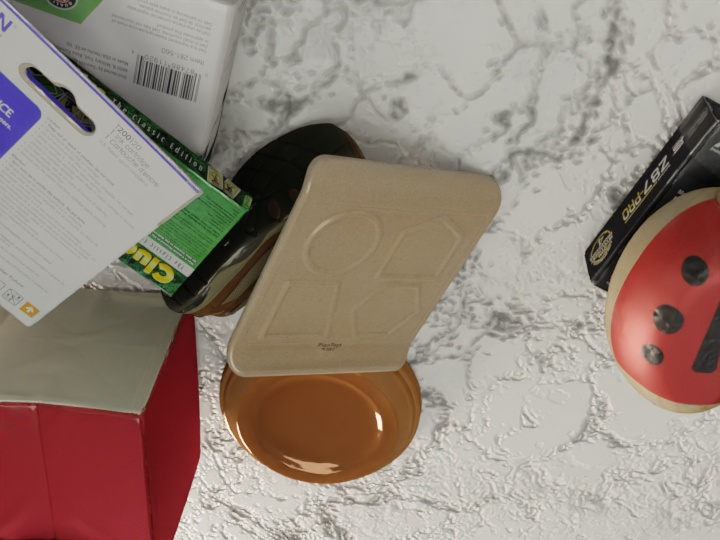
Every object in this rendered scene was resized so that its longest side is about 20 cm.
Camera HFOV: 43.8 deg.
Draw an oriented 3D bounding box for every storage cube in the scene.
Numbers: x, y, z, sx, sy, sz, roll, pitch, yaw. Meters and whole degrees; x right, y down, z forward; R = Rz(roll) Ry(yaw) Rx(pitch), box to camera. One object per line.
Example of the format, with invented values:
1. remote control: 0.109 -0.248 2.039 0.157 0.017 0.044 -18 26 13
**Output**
1. storage cube: -0.238 0.134 0.770 0.167 0.201 0.183 5 120 2

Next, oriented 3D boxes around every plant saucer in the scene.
1. plant saucer: -0.039 0.135 0.849 0.195 0.038 0.204 2 126 2

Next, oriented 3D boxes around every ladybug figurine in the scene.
1. ladybug figurine: 0.255 0.032 0.672 0.132 0.073 0.204 1 126 6

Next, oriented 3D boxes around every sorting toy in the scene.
1. sorting toy: 0.000 0.000 0.714 0.182 0.037 0.202 2 129 -35

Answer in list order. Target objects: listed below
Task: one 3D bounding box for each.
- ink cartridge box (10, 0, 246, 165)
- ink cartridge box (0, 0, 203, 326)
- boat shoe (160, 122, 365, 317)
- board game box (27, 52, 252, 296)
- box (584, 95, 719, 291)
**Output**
1. ink cartridge box: -0.169 -0.132 0.636 0.143 0.085 0.203 17 126 -7
2. ink cartridge box: -0.226 -0.077 0.574 0.198 0.044 0.198 -30 118 30
3. boat shoe: -0.074 -0.034 0.715 0.199 0.077 0.073 -38 144 17
4. board game box: -0.182 -0.072 0.613 0.199 0.024 0.105 38 120 -20
5. box: 0.302 -0.020 0.704 0.197 0.050 0.163 25 122 -11
